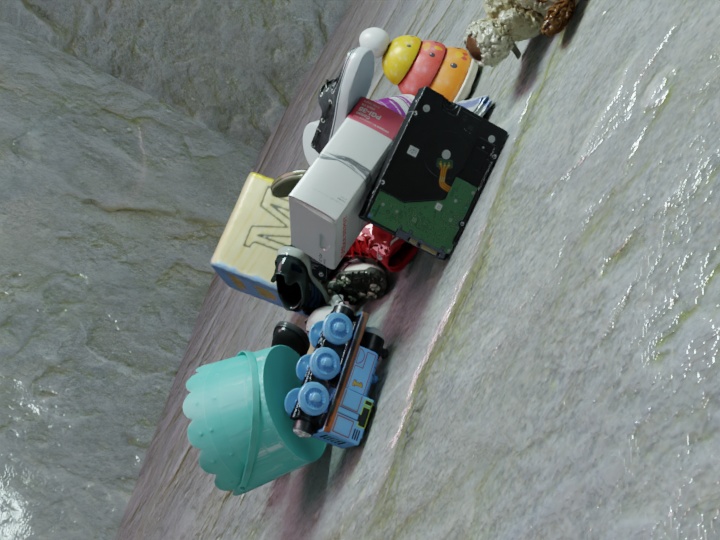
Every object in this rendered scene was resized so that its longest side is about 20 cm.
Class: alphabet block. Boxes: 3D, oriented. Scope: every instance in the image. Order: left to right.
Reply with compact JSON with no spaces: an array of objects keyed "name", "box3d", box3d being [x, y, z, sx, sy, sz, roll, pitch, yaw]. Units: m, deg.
[{"name":"alphabet block","box3d":[-0.156,-0.047,1.805,0.195,0.195,0.201,81,-150,-77]}]

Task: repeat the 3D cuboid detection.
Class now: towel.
[{"name":"towel","box3d":[0.116,-0.195,1.435,0.200,0.024,0.147,-47,13,-5]}]

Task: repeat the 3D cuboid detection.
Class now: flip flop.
[{"name":"flip flop","box3d":[-0.053,-0.122,1.458,0.081,0.199,0.058,30,-114,-70]}]

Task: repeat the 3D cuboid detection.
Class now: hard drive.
[{"name":"hard drive","box3d":[0.100,-0.132,1.266,0.201,0.139,0.038,-65,14,-1]}]

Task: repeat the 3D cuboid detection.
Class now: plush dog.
[{"name":"plush dog","box3d":[0.243,-0.391,1.274,0.171,0.160,0.201,-10,83,56]}]

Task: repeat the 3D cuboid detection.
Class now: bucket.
[{"name":"bucket","box3d":[-0.149,0.213,1.348,0.134,0.208,0.208,-23,32,21]}]

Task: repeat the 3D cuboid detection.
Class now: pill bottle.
[{"name":"pill bottle","box3d":[0.010,-0.219,1.500,0.112,0.199,0.113,32,130,47]}]

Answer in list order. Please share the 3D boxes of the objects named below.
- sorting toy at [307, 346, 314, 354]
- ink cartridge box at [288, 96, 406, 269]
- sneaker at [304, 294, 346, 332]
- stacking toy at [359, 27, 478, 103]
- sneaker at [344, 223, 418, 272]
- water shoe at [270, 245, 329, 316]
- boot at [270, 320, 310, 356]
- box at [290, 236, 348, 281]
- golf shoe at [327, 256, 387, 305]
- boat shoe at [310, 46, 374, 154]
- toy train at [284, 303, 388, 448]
[{"name":"sorting toy","box3d":[-0.085,0.171,1.623,0.186,0.036,0.200,-59,11,20]},{"name":"ink cartridge box","box3d":[-0.017,-0.124,1.315,0.200,0.082,0.147,-55,-13,-24]},{"name":"sneaker","box3d":[-0.044,0.094,1.481,0.080,0.074,0.200,-31,7,-5]},{"name":"stacking toy","box3d":[0.086,-0.347,1.550,0.146,0.199,0.146,-57,17,27]},{"name":"sneaker","box3d":[0.003,-0.044,1.427,0.199,0.079,0.116,-21,41,11]},{"name":"water shoe","box3d":[-0.109,0.039,1.547,0.200,0.071,0.079,67,-142,-52]},{"name":"boot","box3d":[-0.150,0.205,1.517,0.165,0.065,0.201,95,-164,-54]},{"name":"box","box3d":[-0.046,-0.095,1.613,0.200,0.078,0.142,-48,-28,-52]},{"name":"golf shoe","box3d":[0.000,0.000,1.526,0.088,0.077,0.200,-62,14,-14]},{"name":"boat shoe","box3d":[-0.033,-0.244,1.330,0.070,0.066,0.201,-49,-17,-39]},{"name":"toy train","box3d":[-0.030,0.150,1.296,0.087,0.114,0.201,-32,35,62]}]
